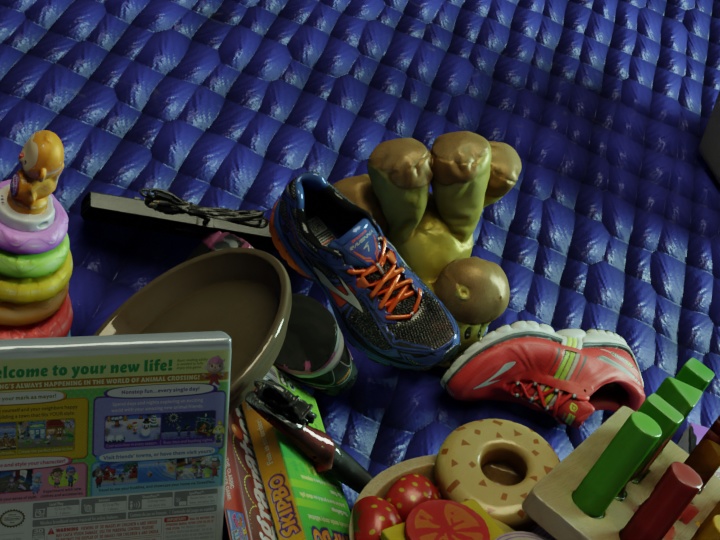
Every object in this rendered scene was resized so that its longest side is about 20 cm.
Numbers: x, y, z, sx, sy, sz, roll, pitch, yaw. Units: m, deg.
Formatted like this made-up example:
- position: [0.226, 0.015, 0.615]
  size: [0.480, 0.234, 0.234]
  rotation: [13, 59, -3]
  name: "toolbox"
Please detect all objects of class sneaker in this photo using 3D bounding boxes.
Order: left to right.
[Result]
- position: [-0.078, 0.046, 1.226]
  size: [0.080, 0.086, 0.200]
  rotation: [-44, 49, -8]
  name: "sneaker"
- position: [0.000, 0.000, 1.178]
  size: [0.200, 0.079, 0.075]
  rotation: [42, 66, 18]
  name: "sneaker"
- position: [0.165, 0.096, 1.288]
  size: [0.199, 0.077, 0.085]
  rotation: [-1, 50, -28]
  name: "sneaker"

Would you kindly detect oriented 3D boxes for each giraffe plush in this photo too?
- position: [0.064, -0.002, 1.288]
  size: [0.171, 0.200, 0.163]
  rotation: [-6, 65, -23]
  name: "giraffe plush"

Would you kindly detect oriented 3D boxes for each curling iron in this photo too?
- position: [-0.023, 0.135, 1.095]
  size: [0.049, 0.200, 0.026]
  rotation: [22, 71, 39]
  name: "curling iron"

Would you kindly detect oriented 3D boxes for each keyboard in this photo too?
- position: [-0.133, -0.044, 1.265]
  size: [0.198, 0.127, 0.021]
  rotation: [9, 81, -18]
  name: "keyboard"

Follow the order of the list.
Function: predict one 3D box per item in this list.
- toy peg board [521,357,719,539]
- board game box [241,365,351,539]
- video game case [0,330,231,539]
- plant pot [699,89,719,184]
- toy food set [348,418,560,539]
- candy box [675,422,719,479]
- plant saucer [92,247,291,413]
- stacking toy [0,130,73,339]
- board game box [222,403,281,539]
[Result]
- position: [0.252, 0.166, 1.084]
  size: [0.199, 0.098, 0.200]
  rotation: [39, 29, 16]
  name: "toy peg board"
- position: [-0.040, 0.159, 1.100]
  size: [0.096, 0.030, 0.201]
  rotation: [43, 19, -49]
  name: "board game box"
- position: [-0.184, 0.133, 0.987]
  size: [0.198, 0.184, 0.022]
  rotation: [-1, 12, -23]
  name: "video game case"
- position: [0.496, -0.154, 1.660]
  size: [0.199, 0.201, 0.177]
  rotation: [-12, 39, -36]
  name: "plant pot"
- position: [0.091, 0.192, 1.074]
  size: [0.199, 0.049, 0.198]
  rotation: [-13, 40, -32]
  name: "toy food set"
- position: [0.329, 0.239, 1.212]
  size: [0.167, 0.072, 0.201]
  rotation: [20, 39, -6]
  name: "candy box"
- position: [-0.133, 0.062, 1.116]
  size: [0.030, 0.199, 0.201]
  rotation: [56, 26, -32]
  name: "plant saucer"
- position: [-0.251, -0.022, 1.104]
  size: [0.109, 0.201, 0.117]
  rotation: [6, 43, -21]
  name: "stacking toy"
- position: [-0.067, 0.169, 1.081]
  size: [0.103, 0.019, 0.201]
  rotation: [44, 21, -44]
  name: "board game box"
